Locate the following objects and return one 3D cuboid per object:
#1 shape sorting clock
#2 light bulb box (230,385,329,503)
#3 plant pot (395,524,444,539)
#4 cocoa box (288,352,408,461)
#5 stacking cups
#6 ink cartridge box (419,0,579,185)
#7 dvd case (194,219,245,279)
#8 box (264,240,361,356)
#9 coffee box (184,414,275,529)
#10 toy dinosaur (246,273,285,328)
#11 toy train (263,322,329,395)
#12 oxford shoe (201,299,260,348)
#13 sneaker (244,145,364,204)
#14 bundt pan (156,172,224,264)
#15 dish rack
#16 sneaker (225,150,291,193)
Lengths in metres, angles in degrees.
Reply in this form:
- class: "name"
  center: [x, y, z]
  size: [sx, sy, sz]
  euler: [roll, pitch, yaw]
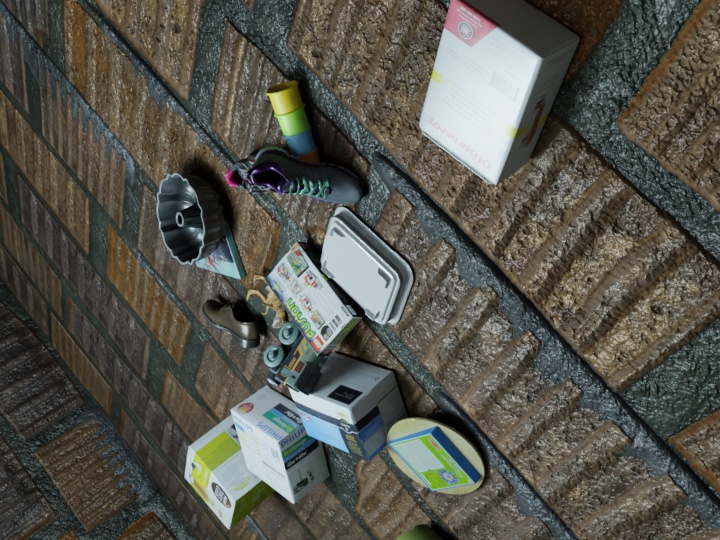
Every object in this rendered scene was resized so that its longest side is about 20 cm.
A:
- class: "shape sorting clock"
  center: [0.143, 0.353, 1.558]
  size: [0.198, 0.039, 0.201]
  euler: [20, 137, 20]
- class: "light bulb box"
  center: [-0.197, 0.422, 2.006]
  size: [0.197, 0.124, 0.202]
  euler: [22, 133, 42]
- class: "plant pot"
  center: [0.152, 0.641, 1.710]
  size: [0.190, 0.198, 0.202]
  euler: [46, 147, 40]
- class: "cocoa box"
  center: [-0.023, 0.271, 1.650]
  size: [0.199, 0.133, 0.132]
  euler: [10, 128, 48]
- class: "stacking cups"
  center: [-0.107, -0.222, 1.419]
  size: [0.060, 0.060, 0.202]
  euler: [12, 126, 47]
- class: "ink cartridge box"
  center: [0.168, -0.234, 1.036]
  size: [0.145, 0.083, 0.201]
  euler: [42, 144, 22]
- class: "dvd case"
  center: [-0.349, -0.061, 1.899]
  size: [0.199, 0.022, 0.147]
  euler: [15, 128, 46]
- class: "box"
  center: [-0.094, 0.053, 1.573]
  size: [0.110, 0.035, 0.201]
  euler: [-47, 63, 20]
- class: "coffee box"
  center: [-0.329, 0.526, 2.192]
  size: [0.198, 0.199, 0.201]
  euler: [44, 145, 18]
- class: "toy dinosaur"
  center: [-0.186, 0.041, 1.760]
  size: [0.105, 0.061, 0.201]
  euler: [19, 141, 11]
- class: "toy train"
  center: [-0.105, 0.150, 1.622]
  size: [0.113, 0.201, 0.085]
  euler: [27, 170, 33]
- class: "oxford shoe"
  center: [-0.305, 0.104, 1.949]
  size: [0.199, 0.072, 0.085]
  euler: [25, 120, 35]
- class: "sneaker"
  center: [-0.095, -0.142, 1.385]
  size: [0.198, 0.088, 0.075]
  euler: [17, 127, 6]
- class: "bundt pan"
  center: [-0.366, -0.119, 1.798]
  size: [0.201, 0.075, 0.204]
  euler: [19, 116, 44]
- class: "dish rack"
  center: [0.000, 0.000, 1.482]
  size: [0.200, 0.043, 0.172]
  euler: [44, 145, 21]
- class: "sneaker"
  center: [-0.177, -0.174, 1.529]
  size: [0.199, 0.074, 0.081]
  euler: [8, 124, 53]
